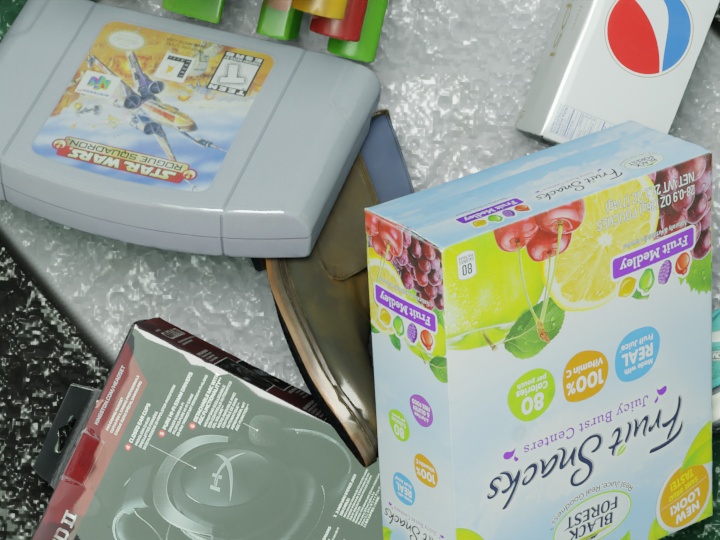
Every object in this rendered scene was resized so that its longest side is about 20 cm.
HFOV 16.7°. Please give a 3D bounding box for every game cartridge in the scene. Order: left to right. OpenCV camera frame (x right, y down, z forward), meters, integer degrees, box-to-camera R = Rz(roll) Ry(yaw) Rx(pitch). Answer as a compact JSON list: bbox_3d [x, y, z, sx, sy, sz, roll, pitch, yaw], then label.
[{"bbox_3d":[-0.103,-0.071,1.232,0.198,0.134,0.042,13,134,12],"label":"game cartridge"}]

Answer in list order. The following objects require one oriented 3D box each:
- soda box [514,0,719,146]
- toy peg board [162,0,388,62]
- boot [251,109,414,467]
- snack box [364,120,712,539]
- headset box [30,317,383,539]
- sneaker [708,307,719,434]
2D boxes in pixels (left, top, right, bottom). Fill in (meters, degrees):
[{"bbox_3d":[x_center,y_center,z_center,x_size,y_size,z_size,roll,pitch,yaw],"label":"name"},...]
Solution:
[{"bbox_3d":[0.147,-0.151,1.236,0.063,0.068,0.201,21,93,-10],"label":"soda box"},{"bbox_3d":[-0.068,-0.165,1.188,0.199,0.199,0.099,15,100,12],"label":"toy peg board"},{"bbox_3d":[0.000,0.000,1.225,0.096,0.075,0.201,-23,57,-3],"label":"boot"},{"bbox_3d":[0.090,0.048,1.176,0.168,0.068,0.201,-20,120,-31],"label":"snack box"},{"bbox_3d":[-0.073,0.126,1.262,0.199,0.077,0.150,26,93,5],"label":"headset box"},{"bbox_3d":[0.234,0.003,1.236,0.199,0.077,0.080,-33,79,5],"label":"sneaker"}]
